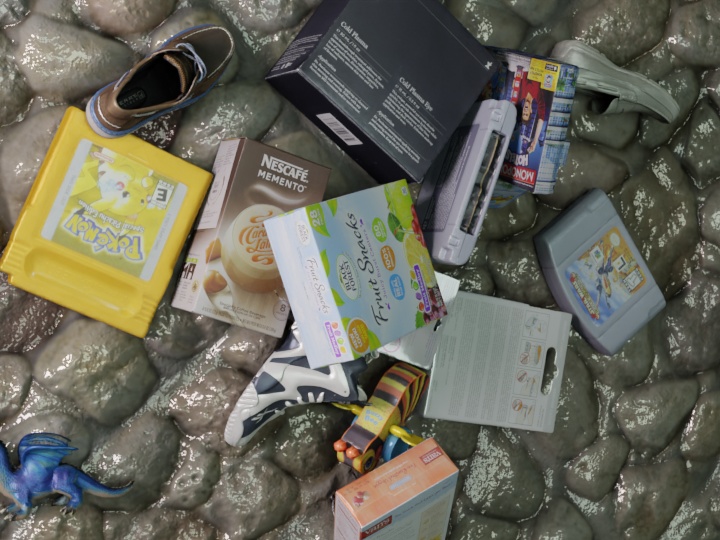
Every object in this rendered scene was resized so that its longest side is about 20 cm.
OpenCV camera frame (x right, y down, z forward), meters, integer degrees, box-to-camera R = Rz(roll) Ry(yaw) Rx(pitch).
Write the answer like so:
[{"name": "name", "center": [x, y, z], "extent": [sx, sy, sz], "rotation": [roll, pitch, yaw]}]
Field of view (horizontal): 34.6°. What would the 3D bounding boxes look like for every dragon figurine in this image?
[{"name": "dragon figurine", "center": [-0.332, 0.206, 1.227], "extent": [0.199, 0.059, 0.100], "rotation": [-1, 94, -24]}]

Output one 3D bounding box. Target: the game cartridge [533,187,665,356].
[{"name": "game cartridge", "center": [0.317, 0.008, 1.544], "extent": [0.133, 0.041, 0.200], "rotation": [-41, 109, -23]}]

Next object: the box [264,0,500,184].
[{"name": "box", "center": [0.028, -0.232, 1.353], "extent": [0.200, 0.104, 0.182], "rotation": [41, 76, -22]}]

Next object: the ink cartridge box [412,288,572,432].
[{"name": "ink cartridge box", "center": [0.164, 0.116, 1.472], "extent": [0.199, 0.057, 0.163], "rotation": [11, 88, -31]}]

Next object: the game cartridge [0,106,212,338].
[{"name": "game cartridge", "center": [-0.275, -0.050, 1.257], "extent": [0.176, 0.032, 0.201], "rotation": [25, 81, -25]}]

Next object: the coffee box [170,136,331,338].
[{"name": "coffee box", "center": [-0.123, -0.038, 1.303], "extent": [0.114, 0.080, 0.201], "rotation": [18, 85, -26]}]

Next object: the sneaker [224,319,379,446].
[{"name": "sneaker", "center": [-0.056, 0.141, 1.319], "extent": [0.129, 0.079, 0.199], "rotation": [36, 83, -1]}]

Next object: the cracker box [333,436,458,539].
[{"name": "cracker box", "center": [0.037, 0.294, 1.348], "extent": [0.134, 0.058, 0.200], "rotation": [-25, 146, -23]}]

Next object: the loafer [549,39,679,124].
[{"name": "loafer", "center": [0.330, -0.234, 1.522], "extent": [0.199, 0.070, 0.070], "rotation": [23, 88, -17]}]

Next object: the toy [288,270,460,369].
[{"name": "toy", "center": [0.009, 0.031, 1.390], "extent": [0.199, 0.047, 0.116], "rotation": [21, 87, -20]}]

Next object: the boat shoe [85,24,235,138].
[{"name": "boat shoe", "center": [-0.201, -0.208, 1.248], "extent": [0.200, 0.072, 0.072], "rotation": [-45, 107, -30]}]

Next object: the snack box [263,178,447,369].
[{"name": "snack box", "center": [0.000, 0.000, 1.276], "extent": [0.200, 0.068, 0.169], "rotation": [-22, 94, -52]}]

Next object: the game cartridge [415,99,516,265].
[{"name": "game cartridge", "center": [0.116, -0.104, 1.385], "extent": [0.041, 0.133, 0.201], "rotation": [22, 85, -25]}]

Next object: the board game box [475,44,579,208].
[{"name": "board game box", "center": [0.192, -0.162, 1.410], "extent": [0.061, 0.200, 0.201], "rotation": [2, 106, -25]}]

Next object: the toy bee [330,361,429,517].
[{"name": "toy bee", "center": [0.017, 0.198, 1.356], "extent": [0.109, 0.130, 0.201], "rotation": [41, 54, -64]}]
